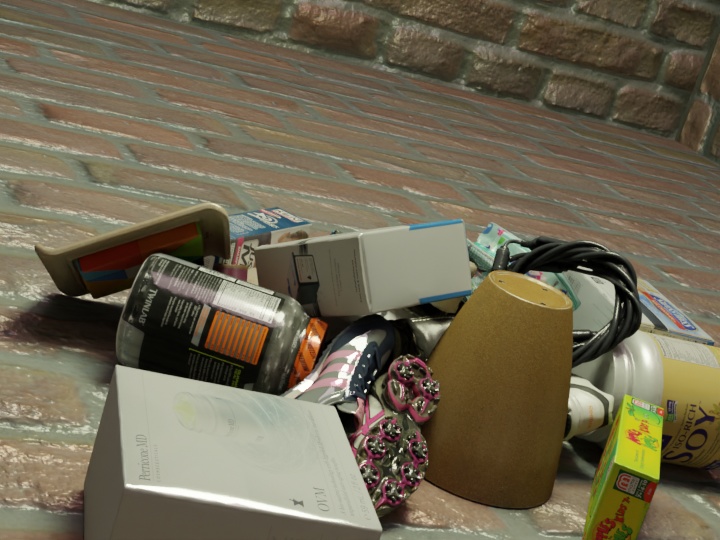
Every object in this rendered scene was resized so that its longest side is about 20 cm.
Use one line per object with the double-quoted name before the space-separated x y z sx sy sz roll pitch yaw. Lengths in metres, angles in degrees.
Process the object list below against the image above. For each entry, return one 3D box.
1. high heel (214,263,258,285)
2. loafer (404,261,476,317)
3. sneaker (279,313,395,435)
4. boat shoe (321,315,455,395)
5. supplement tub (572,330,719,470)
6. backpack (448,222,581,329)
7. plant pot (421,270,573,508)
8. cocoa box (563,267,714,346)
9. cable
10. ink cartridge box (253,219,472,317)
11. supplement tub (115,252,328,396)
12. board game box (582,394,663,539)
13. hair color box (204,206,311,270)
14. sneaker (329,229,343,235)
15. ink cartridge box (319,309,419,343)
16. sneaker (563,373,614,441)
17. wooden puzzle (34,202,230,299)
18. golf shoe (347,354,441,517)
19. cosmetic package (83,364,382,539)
"high heel" -0.120 0.045 1.550 0.067 0.098 0.199 5 -1 32
"loafer" 0.073 0.021 1.549 0.075 0.069 0.200 24 -12 -10
"sneaker" -0.013 0.122 1.283 0.081 0.071 0.200 15 49 39
"boat shoe" 0.034 0.089 1.443 0.198 0.066 0.072 -15 62 -19
"supplement tub" 0.350 0.150 1.555 0.197 0.147 0.146 11 18 -20
"backpack" 0.191 0.052 1.659 0.200 0.150 0.178 43 -5 39
"plant pot" 0.144 0.110 1.381 0.184 0.203 0.187 16 16 -5
"cocoa box" 0.343 0.096 1.729 0.129 0.135 0.200 12 19 -21
"cable" 0.225 0.038 1.514 0.198 0.164 0.051 17 -28 30
"ink cartridge box" 0.000 0.000 1.412 0.145 0.087 0.199 -9 0 -37
"supplement tub" -0.139 0.068 1.348 0.197 0.124 0.123 19 17 2
"board game box" 0.271 0.212 1.362 0.047 0.103 0.200 19 17 9
"hair color box" -0.143 -0.013 1.626 0.060 0.101 0.199 24 19 23
"sneaker" -0.028 0.009 1.678 0.081 0.074 0.200 35 -9 -3
"ink cartridge box" -0.003 0.074 1.557 0.197 0.069 0.116 19 17 3
"sneaker" 0.214 0.145 1.510 0.079 0.075 0.200 -4 16 -24
"wooden puzzle" -0.235 -0.013 1.408 0.197 0.038 0.185 -13 -12 -8
"golf shoe" 0.022 0.175 1.287 0.072 0.092 0.201 37 36 -9
"cosmetic package" -0.108 0.184 1.035 0.197 0.125 0.200 11 18 -17
